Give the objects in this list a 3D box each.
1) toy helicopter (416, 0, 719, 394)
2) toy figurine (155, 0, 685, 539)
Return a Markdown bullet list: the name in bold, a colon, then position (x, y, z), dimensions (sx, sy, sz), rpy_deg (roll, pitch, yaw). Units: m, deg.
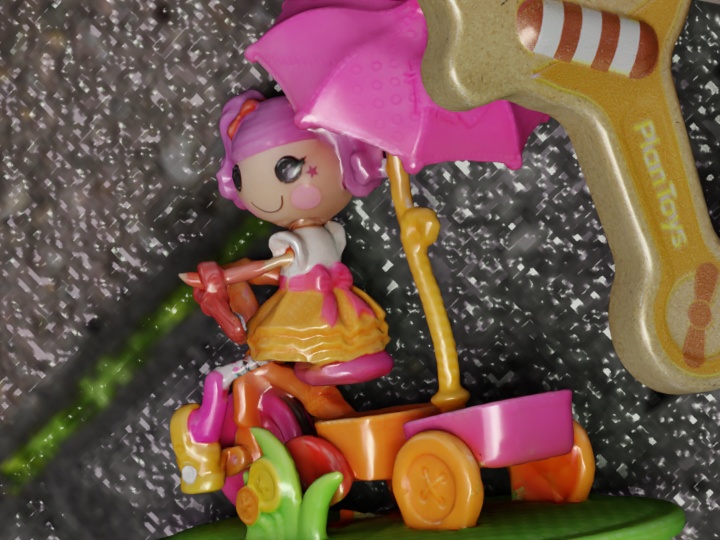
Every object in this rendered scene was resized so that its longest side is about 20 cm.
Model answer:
- **toy helicopter**: position (0.081, -0.062, 0.850), dimensions (0.079, 0.132, 0.201), rpy_deg (-7, 103, 63)
- **toy figurine**: position (0.000, 0.000, 0.918), dimensions (0.200, 0.150, 0.185), rpy_deg (-6, 91, 45)
